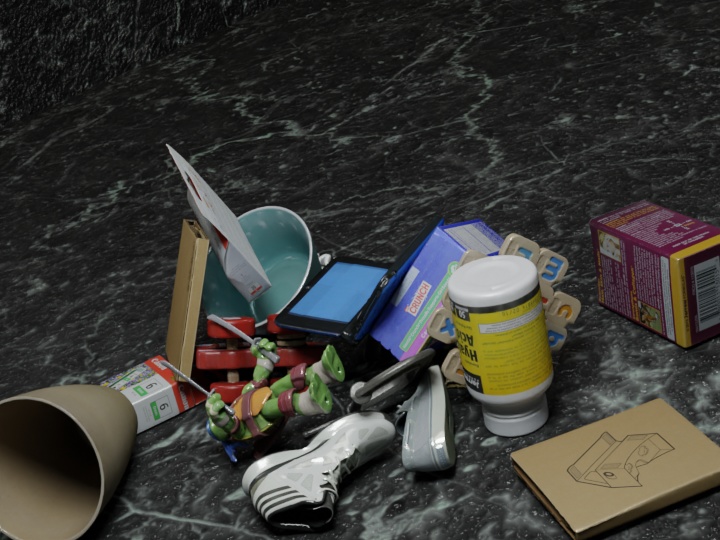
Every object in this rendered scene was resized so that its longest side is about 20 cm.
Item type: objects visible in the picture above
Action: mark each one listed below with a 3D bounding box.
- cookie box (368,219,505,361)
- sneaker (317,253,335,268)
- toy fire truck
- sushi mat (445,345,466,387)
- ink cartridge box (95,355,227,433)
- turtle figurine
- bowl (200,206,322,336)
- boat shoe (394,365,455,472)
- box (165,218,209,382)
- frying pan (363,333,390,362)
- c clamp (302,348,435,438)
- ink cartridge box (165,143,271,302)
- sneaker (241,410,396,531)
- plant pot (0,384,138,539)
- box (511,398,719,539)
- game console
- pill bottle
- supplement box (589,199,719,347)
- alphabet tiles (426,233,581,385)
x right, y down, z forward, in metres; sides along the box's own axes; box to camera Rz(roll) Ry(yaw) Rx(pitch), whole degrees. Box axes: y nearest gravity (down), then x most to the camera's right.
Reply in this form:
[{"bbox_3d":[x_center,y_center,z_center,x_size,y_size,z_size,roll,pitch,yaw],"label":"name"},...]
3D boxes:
[{"bbox_3d":[0.111,0.026,1.636,0.075,0.172,0.200,37,17,14],"label":"cookie box"},{"bbox_3d":[-0.122,0.017,1.941,0.198,0.076,0.081,0,37,31],"label":"sneaker"},{"bbox_3d":[-0.139,0.116,1.724,0.197,0.114,0.168,-3,3,-10],"label":"toy fire truck"},{"bbox_3d":[0.174,0.104,1.701,0.094,0.012,0.200,-6,25,15],"label":"sushi mat"},{"bbox_3d":[-0.291,0.170,1.758,0.198,0.051,0.109,-25,26,-24],"label":"ink cartridge box"},{"bbox_3d":[-0.131,0.132,1.529,0.192,0.203,0.144,-16,-9,23],"label":"turtle figurine"},{"bbox_3d":[-0.133,0.018,1.839,0.199,0.105,0.203,-16,56,24],"label":"bowl"},{"bbox_3d":[0.075,0.180,1.512,0.071,0.071,0.201,-13,22,8],"label":"boat shoe"},{"bbox_3d":[-0.247,0.039,1.745,0.021,0.203,0.163,6,10,-16],"label":"box"},{"bbox_3d":[0.046,0.088,1.759,0.031,0.190,0.116,24,81,18],"label":"frying pan"},{"bbox_3d":[0.017,0.154,1.526,0.169,0.027,0.200,-25,-14,-17],"label":"c clamp"},{"bbox_3d":[-0.213,-0.064,1.736,0.050,0.200,0.163,-36,51,6],"label":"ink cartridge box"},{"bbox_3d":[-0.030,0.247,1.446,0.198,0.076,0.115,-24,37,-14],"label":"sneaker"},{"bbox_3d":[-0.363,0.220,1.558,0.185,0.190,0.200,-6,10,17],"label":"plant pot"},{"bbox_3d":[0.288,0.216,1.361,0.198,0.022,0.164,-18,25,-12],"label":"box"},{"bbox_3d":[0.000,0.000,1.634,0.118,0.172,0.200,34,38,6],"label":"game console"},{"bbox_3d":[0.174,0.094,1.488,0.110,0.202,0.112,-11,23,5],"label":"pill bottle"},{"bbox_3d":[0.409,0.001,1.659,0.102,0.133,0.200,-20,25,-19],"label":"supplement box"},{"bbox_3d":[0.181,0.058,1.550,0.194,0.202,0.015,22,9,-27],"label":"alphabet tiles"}]
